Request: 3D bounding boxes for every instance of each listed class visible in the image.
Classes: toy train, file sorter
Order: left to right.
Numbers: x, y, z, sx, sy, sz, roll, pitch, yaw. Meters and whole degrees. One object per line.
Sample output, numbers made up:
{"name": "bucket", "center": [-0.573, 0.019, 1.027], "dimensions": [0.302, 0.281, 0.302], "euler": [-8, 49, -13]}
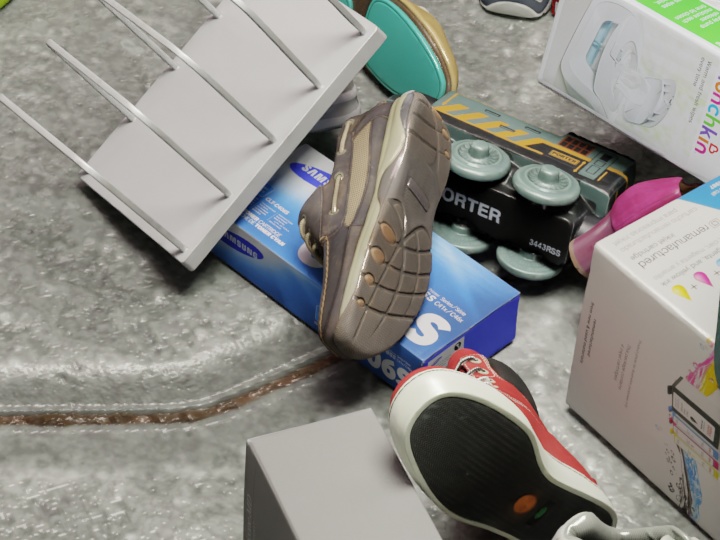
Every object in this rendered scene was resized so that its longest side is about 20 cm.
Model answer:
{"name": "file sorter", "center": [-0.114, -0.134, 1.776], "dimensions": [0.200, 0.125, 0.139], "euler": [-50, 46, -3]}
{"name": "toy train", "center": [0.090, -0.063, 1.840], "dimensions": [0.199, 0.086, 0.114], "euler": [23, 33, 21]}

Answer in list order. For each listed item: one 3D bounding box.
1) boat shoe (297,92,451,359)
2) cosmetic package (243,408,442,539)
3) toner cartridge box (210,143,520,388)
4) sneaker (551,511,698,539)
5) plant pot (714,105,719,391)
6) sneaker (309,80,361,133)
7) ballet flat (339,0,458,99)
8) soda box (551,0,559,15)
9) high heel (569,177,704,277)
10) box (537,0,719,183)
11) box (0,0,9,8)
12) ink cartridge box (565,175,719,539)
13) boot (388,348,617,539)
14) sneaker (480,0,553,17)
{"name": "boat shoe", "center": [0.003, -0.024, 1.738], "dimensions": [0.073, 0.075, 0.201], "euler": [-8, 46, 30]}
{"name": "cosmetic package", "center": [0.003, 0.186, 1.536], "dimensions": [0.090, 0.107, 0.200], "euler": [-15, 44, -19]}
{"name": "toner cartridge box", "center": [0.000, 0.000, 1.784], "dimensions": [0.200, 0.043, 0.095], "euler": [35, 50, 29]}
{"name": "sneaker", "center": [0.198, 0.193, 1.567], "dimensions": [0.199, 0.081, 0.075], "euler": [12, 41, 6]}
{"name": "plant pot", "center": [0.280, -0.006, 1.490], "dimensions": [0.199, 0.197, 0.201], "euler": [3, 44, -3]}
{"name": "sneaker", "center": [-0.047, -0.167, 1.915], "dimensions": [0.074, 0.082, 0.200], "euler": [-13, 27, -19]}
{"name": "ballet flat", "center": [0.015, -0.185, 1.974], "dimensions": [0.063, 0.069, 0.200], "euler": [-18, 47, -42]}
{"name": "soda box", "center": [0.232, -0.175, 1.982], "dimensions": [0.070, 0.064, 0.200], "euler": [-28, 52, -31]}
{"name": "high heel", "center": [0.229, -0.035, 1.776], "dimensions": [0.200, 0.096, 0.068], "euler": [-17, 78, -48]}
{"name": "box", "center": [0.251, -0.147, 1.818], "dimensions": [0.176, 0.097, 0.200], "euler": [34, 38, 29]}
{"name": "box", "center": [-0.297, -0.244, 2.019], "dimensions": [0.122, 0.048, 0.200], "euler": [24, 46, 20]}
{"name": "ink cartridge box", "center": [0.250, 0.062, 1.664], "dimensions": [0.147, 0.145, 0.200], "euler": [-27, 53, -30]}
{"name": "boot", "center": [0.060, 0.082, 1.613], "dimensions": [0.072, 0.200, 0.144], "euler": [-41, 47, 10]}
{"name": "sneaker", "center": [0.129, -0.299, 2.058], "dimensions": [0.079, 0.130, 0.200], "euler": [13, 43, 7]}
